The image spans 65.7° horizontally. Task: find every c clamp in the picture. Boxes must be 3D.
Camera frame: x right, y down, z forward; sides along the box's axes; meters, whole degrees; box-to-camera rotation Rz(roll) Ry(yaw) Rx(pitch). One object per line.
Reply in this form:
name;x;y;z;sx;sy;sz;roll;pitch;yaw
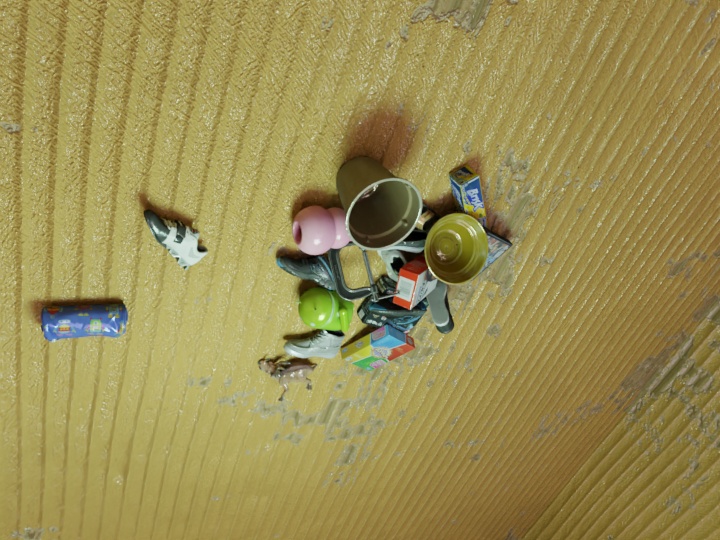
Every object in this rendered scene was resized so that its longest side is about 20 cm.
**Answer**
c clamp;0.000;0.000;1.561;0.169;0.203;0.027;-18;175;-12

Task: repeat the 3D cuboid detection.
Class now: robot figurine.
robot figurine;-0.099;0.111;1.606;0.199;0.174;0.117;16;90;-57

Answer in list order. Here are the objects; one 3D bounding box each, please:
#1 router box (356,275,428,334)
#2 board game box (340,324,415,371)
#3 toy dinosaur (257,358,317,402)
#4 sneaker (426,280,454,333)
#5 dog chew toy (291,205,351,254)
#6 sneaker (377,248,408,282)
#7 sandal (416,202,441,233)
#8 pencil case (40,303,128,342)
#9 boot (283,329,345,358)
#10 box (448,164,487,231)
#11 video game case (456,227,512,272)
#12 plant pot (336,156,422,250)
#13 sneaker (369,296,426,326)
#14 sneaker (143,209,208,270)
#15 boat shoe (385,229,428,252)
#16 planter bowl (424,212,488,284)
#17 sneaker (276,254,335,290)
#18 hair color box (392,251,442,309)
router box;0.108;0.113;1.765;0.198;0.062;0.151;17;116;-36
board game box;0.057;0.256;1.826;0.199;0.041;0.152;-31;140;27
toy dinosaur;-0.216;0.323;1.769;0.198;0.086;0.137;-14;125;-23
sneaker;0.248;0.109;1.749;0.070;0.202;0.100;-12;141;11
dog chew toy;-0.076;-0.109;1.458;0.198;0.125;0.126;-9;131;-30
sneaker;0.113;-0.003;1.652;0.075;0.092;0.200;-34;134;5
sandal;0.181;-0.141;1.597;0.199;0.055;0.082;27;112;-39
pencil case;-0.681;0.129;1.378;0.197;0.078;0.088;-2;98;-25
boot;-0.140;0.215;1.732;0.198;0.074;0.096;10;116;-42
box;0.310;-0.198;1.603;0.064;0.070;0.201;-29;134;-6
video game case;0.366;-0.045;1.739;0.181;0.026;0.199;-45;148;22
plant pot;0.027;-0.187;1.395;0.198;0.184;0.202;-13;132;-15
sneaker;0.108;0.132;1.676;0.198;0.074;0.083;8;123;-30
sneaker;-0.436;-0.089;1.329;0.088;0.074;0.201;-30;144;-1
boat shoe;0.100;-0.096;1.574;0.197;0.069;0.057;5;139;-24
planter bowl;0.262;-0.064;1.609;0.197;0.083;0.204;-2;96;-16
sneaker;-0.142;-0.013;1.549;0.198;0.073;0.083;21;90;-35
hair color box;0.172;0.024;1.639;0.200;0.063;0.112;-33;139;-58
